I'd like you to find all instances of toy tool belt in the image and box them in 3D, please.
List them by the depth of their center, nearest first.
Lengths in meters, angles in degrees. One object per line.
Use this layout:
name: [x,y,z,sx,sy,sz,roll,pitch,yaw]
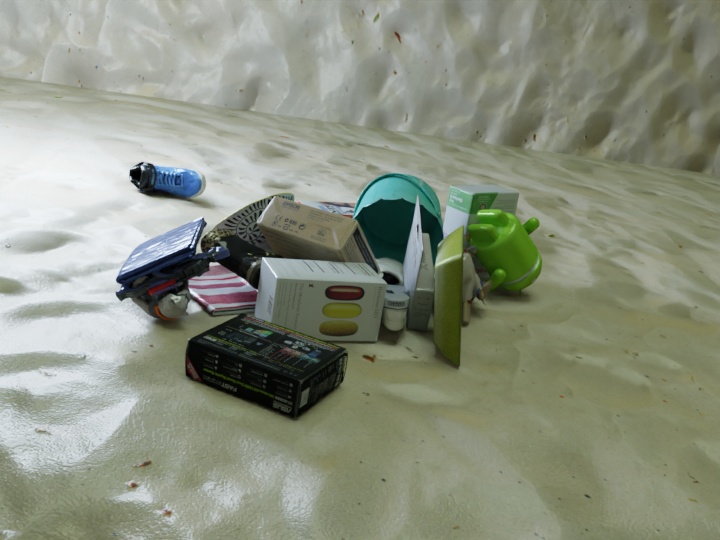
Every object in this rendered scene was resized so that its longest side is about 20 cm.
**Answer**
toy tool belt: [0.200,0.033,1.777,0.124,0.124,0.200,-23,4,17]

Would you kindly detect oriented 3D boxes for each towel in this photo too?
towel: [-0.338,-0.034,1.533,0.144,0.024,0.200,-22,18,4]
towel: [-0.256,0.031,1.650,0.143,0.023,0.200,-5,24,-36]

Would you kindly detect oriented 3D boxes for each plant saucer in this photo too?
plant saucer: [0.156,0.040,1.566,0.047,0.202,0.200,1,17,7]

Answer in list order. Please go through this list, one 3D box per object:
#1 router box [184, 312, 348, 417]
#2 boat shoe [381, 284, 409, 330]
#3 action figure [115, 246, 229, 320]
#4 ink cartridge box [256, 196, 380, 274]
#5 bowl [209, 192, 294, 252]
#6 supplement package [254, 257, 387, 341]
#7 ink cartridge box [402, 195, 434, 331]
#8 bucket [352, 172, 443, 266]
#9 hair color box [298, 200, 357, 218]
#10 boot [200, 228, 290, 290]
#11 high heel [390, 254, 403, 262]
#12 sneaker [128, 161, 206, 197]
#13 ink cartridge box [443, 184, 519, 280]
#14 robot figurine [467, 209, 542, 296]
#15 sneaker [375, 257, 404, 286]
router box: [-0.140,0.137,1.331,0.199,0.063,0.150,17,21,22]
boat shoe: [0.054,0.068,1.628,0.070,0.071,0.200,3,8,-7]
action figure: [-0.313,0.021,1.532,0.198,0.105,0.194,-19,29,-7]
ink cartridge box: [-0.077,-0.044,1.689,0.199,0.165,0.075,19,65,29]
bowl: [-0.202,-0.066,1.799,0.199,0.095,0.201,-27,-8,-4]
supplement package: [-0.070,0.050,1.541,0.198,0.115,0.110,2,18,-21]
ink cartridge box: [0.115,-0.017,1.669,0.043,0.175,0.201,8,34,-5]
bucket: [0.078,-0.096,1.861,0.205,0.209,0.135,10,33,1]
hair color box: [-0.044,-0.123,2.149,0.198,0.065,0.111,1,19,-28]
boot: [-0.195,-0.016,1.659,0.150,0.074,0.200,29,11,23]
high heel: [0.109,-0.064,1.998,0.067,0.097,0.200,15,19,15]
sneaker: [-0.482,-0.222,2.186,0.199,0.077,0.111,16,13,30]
ink cartridge box: [0.259,-0.084,1.974,0.144,0.202,0.087,-6,20,-37]
robot figurine: [0.310,-0.040,1.888,0.115,0.200,0.176,1,48,49]
sneaker: [0.000,0.000,1.786,0.198,0.076,0.100,8,17,-4]
